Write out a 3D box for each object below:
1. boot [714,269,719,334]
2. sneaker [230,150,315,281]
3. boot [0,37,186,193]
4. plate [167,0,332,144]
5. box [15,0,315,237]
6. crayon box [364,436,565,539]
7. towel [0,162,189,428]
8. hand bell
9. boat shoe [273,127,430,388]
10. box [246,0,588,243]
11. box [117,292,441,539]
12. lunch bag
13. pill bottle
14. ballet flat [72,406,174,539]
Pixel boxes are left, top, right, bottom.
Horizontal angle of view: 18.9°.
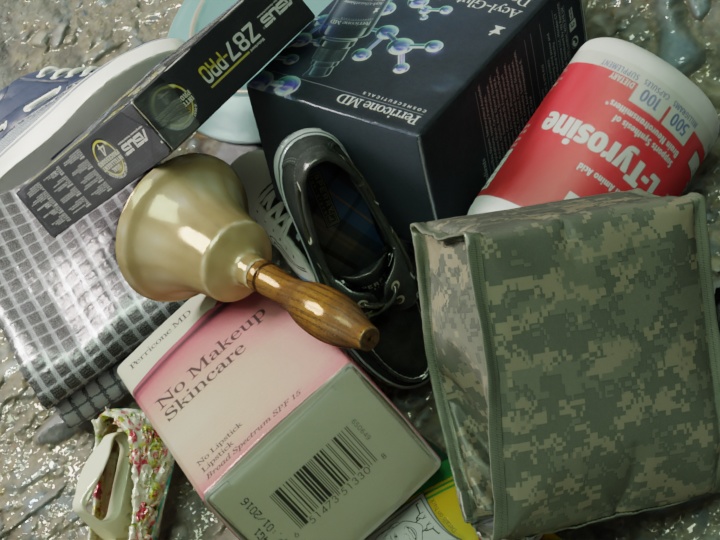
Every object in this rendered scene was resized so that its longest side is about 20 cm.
[{"bbox_3d":[0.289,0.067,1.322,0.168,0.077,0.201,2,56,22],"label":"boot"},{"bbox_3d":[-0.034,-0.033,1.540,0.072,0.072,0.200,-46,52,-3],"label":"sneaker"},{"bbox_3d":[-0.221,-0.136,1.686,0.200,0.073,0.090,-34,52,9],"label":"boot"},{"bbox_3d":[-0.067,-0.189,1.676,0.199,0.026,0.201,-11,58,18],"label":"plate"},{"bbox_3d":[-0.136,-0.112,1.489,0.161,0.049,0.200,-45,9,-35],"label":"box"},{"bbox_3d":[0.056,0.225,1.352,0.200,0.058,0.173,34,80,37],"label":"crayon box"},{"bbox_3d":[-0.198,-0.005,1.593,0.165,0.086,0.200,-36,53,1],"label":"towel"},{"bbox_3d":[-0.057,0.008,1.358,0.104,0.104,0.200,-51,45,-9],"label":"hand bell"},{"bbox_3d":[0.000,0.000,1.428,0.068,0.200,0.057,-30,22,-4],"label":"boat shoe"},{"bbox_3d":[0.044,-0.128,1.499,0.148,0.107,0.200,19,51,32],"label":"box"},{"bbox_3d":[-0.057,0.094,1.412,0.128,0.109,0.200,-43,31,-2],"label":"box"},{"bbox_3d":[0.131,0.059,1.323,0.163,0.201,0.118,-10,7,-18],"label":"lunch bag"},{"bbox_3d":[0.142,-0.045,1.437,0.112,0.112,0.200,26,76,34],"label":"pill bottle"},{"bbox_3d":[-0.173,0.184,1.479,0.076,0.064,0.201,-22,52,41],"label":"ballet flat"}]
